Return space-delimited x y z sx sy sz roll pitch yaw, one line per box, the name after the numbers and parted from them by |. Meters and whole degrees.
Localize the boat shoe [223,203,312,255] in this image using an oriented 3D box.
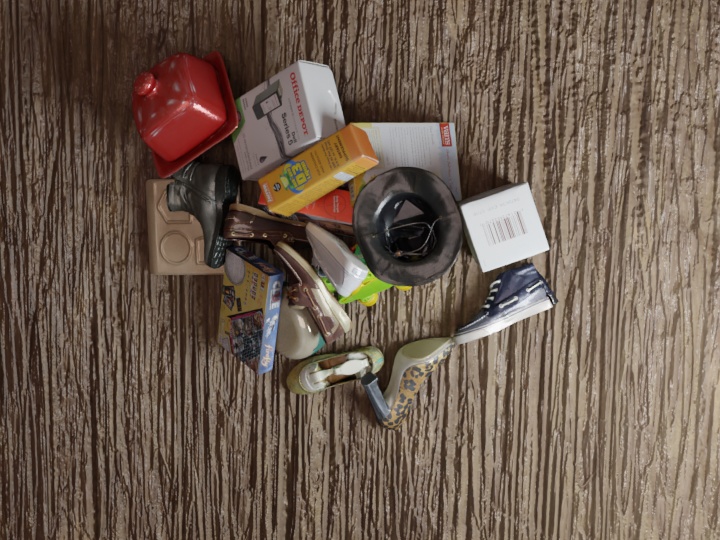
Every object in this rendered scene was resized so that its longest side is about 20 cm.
-0.153 -0.061 1.524 0.199 0.070 0.071 14 69 -12 | boat shoe

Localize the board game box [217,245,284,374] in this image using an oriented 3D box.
-0.206 0.072 1.535 0.135 0.035 0.201 30 121 39 | board game box

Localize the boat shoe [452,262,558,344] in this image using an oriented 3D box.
0.247 0.058 1.502 0.199 0.075 0.093 -24 85 4 | boat shoe

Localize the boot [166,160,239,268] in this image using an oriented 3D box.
-0.300 -0.109 1.547 0.130 0.068 0.201 8 92 20 | boot

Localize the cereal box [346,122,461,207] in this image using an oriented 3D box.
0.076 -0.186 1.460 0.199 0.040 0.144 -2 84 -18 | cereal box

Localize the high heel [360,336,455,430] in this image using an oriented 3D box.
0.107 0.212 1.559 0.200 0.071 0.143 -28 123 -7 | high heel

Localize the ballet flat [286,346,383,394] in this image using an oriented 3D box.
-0.054 0.190 1.565 0.199 0.071 0.071 -17 93 11 | ballet flat

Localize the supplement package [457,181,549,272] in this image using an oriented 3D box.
0.236 -0.078 1.413 0.117 0.200 0.118 -20 94 5 | supplement package

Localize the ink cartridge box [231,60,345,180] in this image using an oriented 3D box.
-0.133 -0.260 1.467 0.200 0.084 0.146 -22 79 39 | ink cartridge box

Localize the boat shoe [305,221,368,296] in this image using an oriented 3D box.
-0.053 -0.019 1.434 0.069 0.072 0.200 -55 43 9 | boat shoe

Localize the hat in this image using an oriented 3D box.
0.086 -0.072 1.399 0.200 0.081 0.201 0 88 16 | hat

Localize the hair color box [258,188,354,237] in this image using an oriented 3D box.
-0.075 -0.113 1.512 0.199 0.102 0.061 12 78 9 | hair color box

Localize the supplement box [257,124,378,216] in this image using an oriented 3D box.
-0.073 -0.167 1.406 0.200 0.069 0.067 -29 75 23 | supplement box

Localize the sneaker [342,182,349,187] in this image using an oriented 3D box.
0.002 -0.159 1.515 0.200 0.073 0.115 -18 96 11 | sneaker

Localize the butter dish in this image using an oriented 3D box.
-0.341 -0.303 1.482 0.199 0.148 0.201 -29 59 20 | butter dish

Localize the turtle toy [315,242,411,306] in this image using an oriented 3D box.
0.000 0.000 1.508 0.199 0.146 0.101 -23 71 11 | turtle toy

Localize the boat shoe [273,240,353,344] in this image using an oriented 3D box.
-0.097 0.042 1.447 0.072 0.072 0.200 -38 104 -9 | boat shoe

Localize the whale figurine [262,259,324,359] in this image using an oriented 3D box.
-0.131 0.068 1.557 0.200 0.104 0.159 51 134 23 | whale figurine

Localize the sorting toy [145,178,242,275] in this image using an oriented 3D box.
-0.318 -0.085 1.599 0.199 0.036 0.186 0 96 14 | sorting toy
